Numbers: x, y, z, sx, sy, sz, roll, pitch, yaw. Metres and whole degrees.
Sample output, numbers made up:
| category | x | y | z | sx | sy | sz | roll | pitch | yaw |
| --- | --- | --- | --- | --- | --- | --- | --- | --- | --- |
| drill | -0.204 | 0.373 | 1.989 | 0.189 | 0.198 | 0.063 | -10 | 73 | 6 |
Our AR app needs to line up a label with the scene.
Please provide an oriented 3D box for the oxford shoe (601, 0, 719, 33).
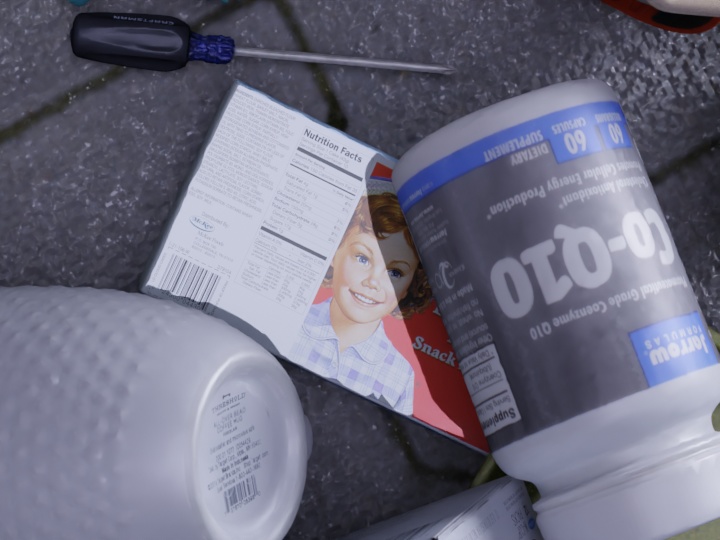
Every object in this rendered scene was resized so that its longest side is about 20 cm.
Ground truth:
| category | x | y | z | sx | sy | sz | roll | pitch | yaw |
| --- | --- | --- | --- | --- | --- | --- | --- | --- | --- |
| oxford shoe | 0.105 | -0.197 | 0.961 | 0.199 | 0.071 | 0.073 | 29 | 63 | -6 |

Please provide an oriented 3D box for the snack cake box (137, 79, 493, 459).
| category | x | y | z | sx | sy | sz | roll | pitch | yaw |
| --- | --- | --- | --- | --- | --- | --- | --- | --- | --- |
| snack cake box | 0.000 | 0.000 | 0.946 | 0.198 | 0.067 | 0.116 | 26 | 87 | -7 |

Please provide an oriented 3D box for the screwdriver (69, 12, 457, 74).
| category | x | y | z | sx | sy | sz | roll | pitch | yaw |
| --- | --- | --- | --- | --- | --- | --- | --- | --- | --- |
| screwdriver | -0.048 | -0.110 | 0.951 | 0.197 | 0.029 | 0.028 | 5 | 92 | -2 |

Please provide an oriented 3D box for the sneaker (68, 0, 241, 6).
| category | x | y | z | sx | sy | sz | roll | pitch | yaw |
| --- | --- | --- | --- | --- | --- | --- | --- | --- | --- |
| sneaker | -0.061 | -0.175 | 0.940 | 0.197 | 0.078 | 0.081 | -6 | 111 | -1 |

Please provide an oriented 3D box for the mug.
| category | x | y | z | sx | sy | sz | roll | pitch | yaw |
| --- | --- | --- | --- | --- | --- | --- | --- | --- | --- |
| mug | -0.106 | 0.081 | 0.869 | 0.174 | 0.199 | 0.150 | -2 | 89 | 32 |

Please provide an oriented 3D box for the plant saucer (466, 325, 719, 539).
| category | x | y | z | sx | sy | sz | roll | pitch | yaw |
| --- | --- | --- | --- | --- | --- | --- | --- | --- | --- |
| plant saucer | 0.153 | 0.135 | 0.917 | 0.199 | 0.048 | 0.201 | 32 | 92 | 12 |

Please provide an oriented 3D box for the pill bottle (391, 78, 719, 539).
| category | x | y | z | sx | sy | sz | roll | pitch | yaw |
| --- | --- | --- | --- | --- | --- | --- | --- | --- | --- |
| pill bottle | 0.098 | 0.026 | 0.854 | 0.113 | 0.114 | 0.202 | -20 | 82 | -6 |

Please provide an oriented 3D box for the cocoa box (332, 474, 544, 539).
| category | x | y | z | sx | sy | sz | roll | pitch | yaw |
| --- | --- | --- | --- | --- | --- | --- | --- | --- | --- |
| cocoa box | -0.006 | 0.197 | 0.859 | 0.198 | 0.133 | 0.132 | -23 | 89 | 21 |

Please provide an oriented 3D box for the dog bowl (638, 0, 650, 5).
| category | x | y | z | sx | sy | sz | roll | pitch | yaw |
| --- | --- | --- | --- | --- | --- | --- | --- | --- | --- |
| dog bowl | 0.165 | -0.227 | 0.921 | 0.198 | 0.059 | 0.202 | 7 | 68 | -17 |

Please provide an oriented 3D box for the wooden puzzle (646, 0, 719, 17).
| category | x | y | z | sx | sy | sz | roll | pitch | yaw |
| --- | --- | --- | --- | --- | --- | --- | --- | --- | --- |
| wooden puzzle | 0.195 | -0.190 | 0.865 | 0.198 | 0.037 | 0.187 | 5 | 65 | -23 |
